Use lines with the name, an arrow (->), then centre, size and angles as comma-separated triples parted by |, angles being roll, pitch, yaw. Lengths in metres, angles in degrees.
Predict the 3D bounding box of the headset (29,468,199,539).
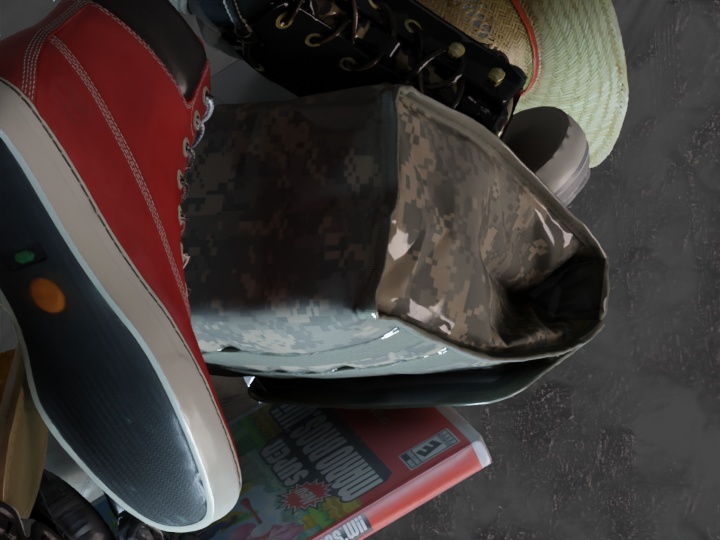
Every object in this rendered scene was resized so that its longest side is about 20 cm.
headset -> -0.117, 0.091, 0.916 | 0.123, 0.200, 0.094 | -33, 128, -11

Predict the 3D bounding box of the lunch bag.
lunch bag -> 0.000, 0.000, 0.939 | 0.199, 0.163, 0.119 | 22, 71, -53

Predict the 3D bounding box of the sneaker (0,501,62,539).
sneaker -> -0.174, 0.114, 0.758 | 0.091, 0.200, 0.076 | -21, -143, 27

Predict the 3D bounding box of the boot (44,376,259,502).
boot -> -0.118, 0.116, 1.046 | 0.199, 0.131, 0.068 | -37, 172, -18

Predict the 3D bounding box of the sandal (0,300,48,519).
sandal -> -0.158, 0.030, 0.870 | 0.212, 0.069, 0.078 | -83, 178, -55

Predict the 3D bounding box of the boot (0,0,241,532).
boot -> -0.078, -0.012, 0.818 | 0.072, 0.201, 0.144 | -11, -156, 34

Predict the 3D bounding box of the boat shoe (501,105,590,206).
boat shoe -> 0.070, -0.024, 1.059 | 0.070, 0.071, 0.201 | -55, -167, -25

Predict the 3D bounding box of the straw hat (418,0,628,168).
straw hat -> 0.051, -0.131, 1.155 | 0.085, 0.202, 0.202 | -26, 157, -25

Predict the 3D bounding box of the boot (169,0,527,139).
boot -> -0.001, -0.107, 0.927 | 0.074, 0.153, 0.204 | -61, 174, -4

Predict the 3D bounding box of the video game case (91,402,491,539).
video game case -> -0.051, 0.106, 0.962 | 0.199, 0.018, 0.143 | -30, -156, -8

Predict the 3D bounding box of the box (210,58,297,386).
box -> -0.058, -0.013, 1.143 | 0.201, 0.097, 0.124 | -62, 170, 31
